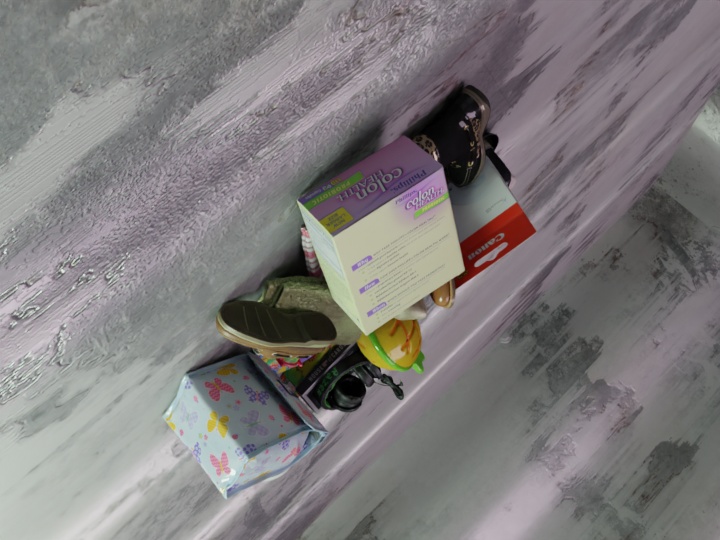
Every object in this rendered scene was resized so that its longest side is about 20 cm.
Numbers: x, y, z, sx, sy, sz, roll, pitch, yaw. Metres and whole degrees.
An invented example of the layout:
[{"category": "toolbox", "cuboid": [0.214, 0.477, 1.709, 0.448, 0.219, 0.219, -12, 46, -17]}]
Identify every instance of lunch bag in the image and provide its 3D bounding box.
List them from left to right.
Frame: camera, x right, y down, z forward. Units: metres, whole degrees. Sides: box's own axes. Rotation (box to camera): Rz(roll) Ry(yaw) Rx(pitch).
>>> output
[{"category": "lunch bag", "cuboid": [-0.162, 0.216, 1.412, 0.199, 0.170, 0.127, -12, 143, -50]}]

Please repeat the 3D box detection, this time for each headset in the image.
[{"category": "headset", "cuboid": [0.002, 0.210, 1.716, 0.199, 0.094, 0.124, 3, 128, -56]}]

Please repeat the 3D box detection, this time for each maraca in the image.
[{"category": "maraca", "cuboid": [0.060, 0.117, 1.661, 0.106, 0.138, 0.200, -25, 154, 23]}]

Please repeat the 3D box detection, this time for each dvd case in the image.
[{"category": "dvd case", "cuboid": [-0.050, 0.191, 1.749, 0.150, 0.025, 0.200, -46, 165, -9]}]

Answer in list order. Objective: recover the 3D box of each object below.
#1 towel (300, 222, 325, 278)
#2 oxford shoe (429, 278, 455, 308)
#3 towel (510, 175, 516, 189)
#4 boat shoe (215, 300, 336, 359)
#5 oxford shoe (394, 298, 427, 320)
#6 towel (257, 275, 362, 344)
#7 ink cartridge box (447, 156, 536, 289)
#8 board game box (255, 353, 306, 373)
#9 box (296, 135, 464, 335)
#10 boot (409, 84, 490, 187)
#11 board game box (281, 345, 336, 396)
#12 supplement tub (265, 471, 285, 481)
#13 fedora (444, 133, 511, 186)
[{"category": "towel", "cuboid": [-0.013, -0.036, 1.374, 0.146, 0.030, 0.201, -29, 150, -15]}, {"category": "oxford shoe", "cuboid": [0.086, -0.025, 1.467, 0.071, 0.201, 0.071, -13, 155, -28]}, {"category": "towel", "cuboid": [0.219, -0.117, 1.880, 0.191, 0.032, 0.200, -53, 163, 22]}, {"category": "boat shoe", "cuboid": [-0.126, 0.096, 1.331, 0.199, 0.072, 0.068, 14, 134, -39]}, {"category": "oxford shoe", "cuboid": [0.062, 0.027, 1.506, 0.200, 0.073, 0.071, -97, -153, -61]}, {"category": "towel", "cuboid": [-0.067, 0.061, 1.407, 0.199, 0.037, 0.149, 3, 140, -28]}, {"category": "ink cartridge box", "cuboid": [0.175, -0.078, 1.500, 0.160, 0.200, 0.047, -36, 123, 11]}, {"category": "board game box", "cuboid": [-0.092, 0.113, 1.518, 0.157, 0.039, 0.201, -30, 149, -19]}, {"category": "box", "cuboid": [0.032, -0.046, 1.274, 0.175, 0.097, 0.201, -33, 138, -13]}, {"category": "boot", "cuboid": [0.124, -0.170, 1.431, 0.150, 0.073, 0.200, -41, 159, -24]}, {"category": "board game box", "cuboid": [-0.068, 0.137, 1.706, 0.101, 0.048, 0.201, -29, 155, -48]}, {"category": "supplement tub", "cuboid": [-0.169, 0.275, 1.600, 0.140, 0.140, 0.200, -41, 163, -19]}, {"category": "fedora", "cuboid": [0.195, -0.140, 1.646, 0.200, 0.092, 0.201, -43, 163, -17]}]
